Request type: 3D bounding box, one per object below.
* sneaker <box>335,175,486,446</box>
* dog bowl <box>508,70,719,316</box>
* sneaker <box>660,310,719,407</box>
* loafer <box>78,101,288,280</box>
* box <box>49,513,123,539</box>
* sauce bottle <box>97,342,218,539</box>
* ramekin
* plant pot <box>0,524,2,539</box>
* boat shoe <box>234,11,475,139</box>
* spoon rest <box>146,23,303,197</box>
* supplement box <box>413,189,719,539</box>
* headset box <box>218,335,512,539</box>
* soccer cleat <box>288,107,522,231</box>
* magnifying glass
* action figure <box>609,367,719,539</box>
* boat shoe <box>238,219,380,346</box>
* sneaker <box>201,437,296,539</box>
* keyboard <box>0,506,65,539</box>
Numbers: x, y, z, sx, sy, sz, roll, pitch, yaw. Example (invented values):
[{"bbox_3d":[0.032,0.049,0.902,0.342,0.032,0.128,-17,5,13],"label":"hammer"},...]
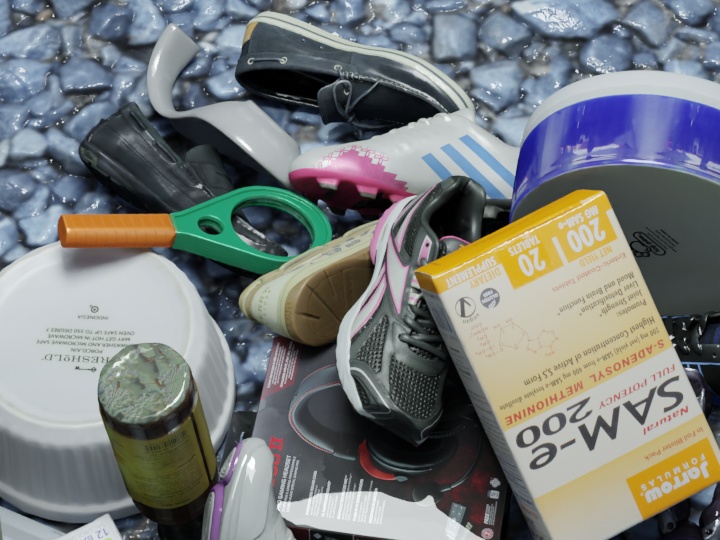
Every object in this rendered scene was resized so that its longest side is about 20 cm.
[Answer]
[{"bbox_3d":[0.041,0.015,1.432,0.080,0.086,0.201,22,51,-22],"label":"sneaker"},{"bbox_3d":[0.205,-0.047,1.505,0.199,0.201,0.079,8,58,9],"label":"dog bowl"},{"bbox_3d":[0.232,0.054,1.507,0.199,0.078,0.070,12,56,11],"label":"sneaker"},{"bbox_3d":[-0.125,-0.061,1.609,0.200,0.068,0.071,35,80,28],"label":"loafer"},{"bbox_3d":[-0.161,0.276,1.361,0.112,0.102,0.200,-24,57,-12],"label":"box"},{"bbox_3d":[-0.126,0.125,1.404,0.064,0.201,0.065,-2,54,3],"label":"sauce bottle"},{"bbox_3d":[-0.189,0.066,1.512,0.201,0.094,0.203,-1,54,1],"label":"ramekin"},{"bbox_3d":[-0.329,0.168,1.403,0.172,0.201,0.201,-10,54,-19],"label":"plant pot"},{"bbox_3d":[-0.007,-0.138,1.657,0.199,0.075,0.062,21,64,16],"label":"boat shoe"},{"bbox_3d":[-0.107,-0.113,1.645,0.061,0.099,0.200,-46,47,3],"label":"spoon rest"},{"bbox_3d":[0.134,0.065,1.372,0.125,0.074,0.201,-26,96,-7],"label":"supplement box"},{"bbox_3d":[0.005,0.133,1.467,0.199,0.075,0.149,7,56,8],"label":"headset box"},{"bbox_3d":[0.044,-0.081,1.596,0.199,0.070,0.087,7,75,-15],"label":"soccer cleat"},{"bbox_3d":[-0.115,-0.027,1.524,0.199,0.022,0.080,1,44,-25],"label":"magnifying glass"},{"bbox_3d":[0.219,0.171,1.435,0.129,0.070,0.201,15,60,7],"label":"action figure"},{"bbox_3d":[0.000,0.000,1.533,0.062,0.074,0.199,11,18,39],"label":"boat shoe"},{"bbox_3d":[-0.053,0.204,1.384,0.099,0.201,0.075,-2,10,-6],"label":"sneaker"},{"bbox_3d":[-0.293,0.175,1.496,0.199,0.011,0.056,20,64,16],"label":"keyboard"}]
